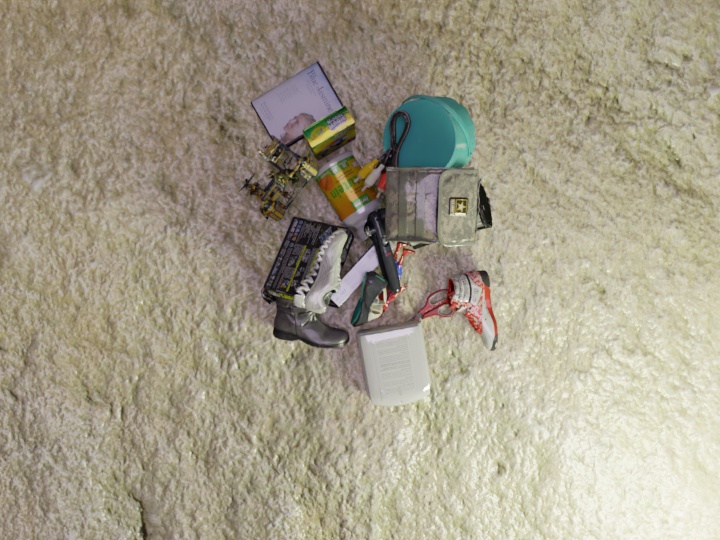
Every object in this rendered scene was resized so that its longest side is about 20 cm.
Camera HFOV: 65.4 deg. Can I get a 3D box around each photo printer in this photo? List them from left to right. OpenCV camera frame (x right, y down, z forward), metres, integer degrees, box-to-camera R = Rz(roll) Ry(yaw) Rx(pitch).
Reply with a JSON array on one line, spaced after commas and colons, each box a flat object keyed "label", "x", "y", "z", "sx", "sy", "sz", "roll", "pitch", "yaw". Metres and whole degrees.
[{"label": "photo printer", "x": 0.086, "y": 0.236, "z": 1.394, "sx": 0.165, "sy": 0.069, "sz": 0.201, "roll": -11, "pitch": 97, "yaw": 0}]

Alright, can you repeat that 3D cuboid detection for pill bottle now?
[{"label": "pill bottle", "x": -0.016, "y": -0.175, "z": 1.363, "sx": 0.111, "sy": 0.111, "sz": 0.201, "roll": -33, "pitch": 92, "yaw": 1}]

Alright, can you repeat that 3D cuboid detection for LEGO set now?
[{"label": "LEGO set", "x": -0.206, "y": -0.228, "z": 1.335, "sx": 0.200, "sy": 0.154, "sz": 0.116, "roll": -46, "pitch": 126, "yaw": 12}]

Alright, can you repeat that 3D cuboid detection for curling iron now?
[{"label": "curling iron", "x": -0.152, "y": 0.070, "z": 1.416, "sx": 0.199, "sy": 0.026, "sz": 0.050, "roll": 8, "pitch": 113, "yaw": -5}]

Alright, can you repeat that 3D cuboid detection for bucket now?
[{"label": "bucket", "x": 0.158, "y": -0.309, "z": 1.310, "sx": 0.206, "sy": 0.135, "sz": 0.208, "roll": 7, "pitch": 108, "yaw": 23}]

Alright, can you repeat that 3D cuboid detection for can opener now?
[{"label": "can opener", "x": 0.058, "y": -0.043, "z": 1.297, "sx": 0.078, "sy": 0.063, "sz": 0.201, "roll": -14, "pitch": 94, "yaw": -7}]

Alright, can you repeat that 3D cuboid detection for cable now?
[{"label": "cable", "x": 0.068, "y": -0.256, "z": 1.263, "sx": 0.097, "sy": 0.050, "sz": 0.201, "roll": 34, "pitch": 118, "yaw": 8}]

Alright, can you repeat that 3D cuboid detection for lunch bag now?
[{"label": "lunch bag", "x": 0.158, "y": -0.140, "z": 1.205, "sx": 0.199, "sy": 0.118, "sz": 0.165, "roll": 3, "pitch": 100, "yaw": 14}]

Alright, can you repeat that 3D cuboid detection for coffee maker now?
[{"label": "coffee maker", "x": 0.209, "y": -0.126, "z": 1.351, "sx": 0.199, "sy": 0.192, "sz": 0.135, "roll": -14, "pitch": 71, "yaw": 20}]

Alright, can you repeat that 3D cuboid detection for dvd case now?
[{"label": "dvd case", "x": -0.155, "y": -0.408, "z": 1.401, "sx": 0.199, "sy": 0.018, "sz": 0.143, "roll": -31, "pitch": 91, "yaw": 0}]

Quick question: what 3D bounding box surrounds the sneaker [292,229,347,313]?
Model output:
[{"label": "sneaker", "x": -0.072, "y": 0.004, "z": 1.258, "sx": 0.081, "sy": 0.075, "sz": 0.201, "roll": 24, "pitch": 79, "yaw": 12}]

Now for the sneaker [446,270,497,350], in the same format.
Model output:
[{"label": "sneaker", "x": 0.272, "y": 0.104, "z": 1.391, "sx": 0.107, "sy": 0.067, "sz": 0.203, "roll": -7, "pitch": 86, "yaw": -9}]

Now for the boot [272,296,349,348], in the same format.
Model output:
[{"label": "boot", "x": -0.119, "y": 0.113, "z": 1.377, "sx": 0.199, "sy": 0.070, "sz": 0.132, "roll": 8, "pitch": 108, "yaw": -2}]

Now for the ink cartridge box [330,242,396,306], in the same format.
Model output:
[{"label": "ink cartridge box", "x": 0.000, "y": 0.000, "z": 1.372, "sx": 0.044, "sy": 0.094, "sz": 0.200, "roll": 44, "pitch": 87, "yaw": -2}]

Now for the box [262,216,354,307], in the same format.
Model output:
[{"label": "box", "x": -0.122, "y": -0.021, "z": 1.343, "sx": 0.159, "sy": 0.044, "sz": 0.201, "roll": 13, "pitch": 70, "yaw": 21}]

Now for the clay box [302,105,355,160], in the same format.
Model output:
[{"label": "clay box", "x": -0.070, "y": -0.319, "z": 1.313, "sx": 0.115, "sy": 0.200, "sz": 0.048, "roll": -31, "pitch": 92, "yaw": 1}]

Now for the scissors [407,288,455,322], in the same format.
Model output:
[{"label": "scissors", "x": 0.147, "y": 0.111, "z": 1.425, "sx": 0.199, "sy": 0.014, "sz": 0.074, "roll": -22, "pitch": 94, "yaw": 1}]

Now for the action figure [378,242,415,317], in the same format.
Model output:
[{"label": "action figure", "x": 0.079, "y": 0.031, "z": 1.386, "sx": 0.051, "sy": 0.065, "sz": 0.201, "roll": 10, "pitch": 114, "yaw": -33}]

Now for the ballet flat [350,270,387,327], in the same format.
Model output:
[{"label": "ballet flat", "x": 0.025, "y": 0.079, "z": 1.345, "sx": 0.073, "sy": 0.200, "sz": 0.073, "roll": 7, "pitch": 49, "yaw": -8}]
